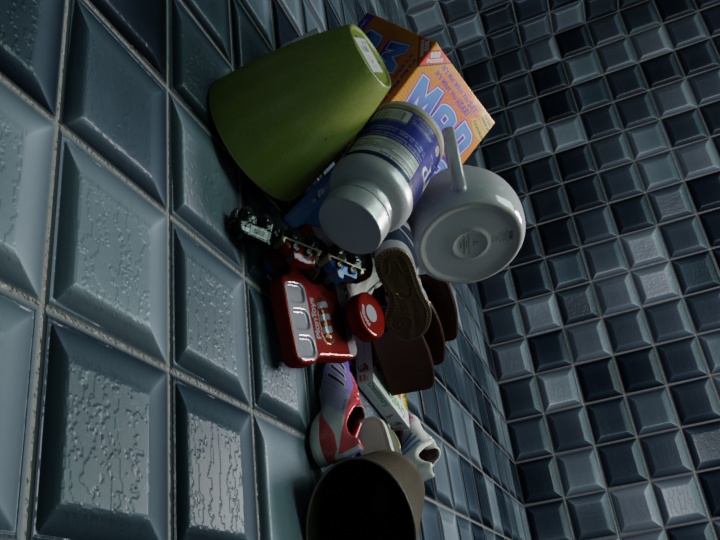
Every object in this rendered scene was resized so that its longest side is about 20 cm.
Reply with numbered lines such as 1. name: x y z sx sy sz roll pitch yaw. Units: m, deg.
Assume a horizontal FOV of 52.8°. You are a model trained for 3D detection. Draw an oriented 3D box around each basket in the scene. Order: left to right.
1. basket: 0.019 0.311 0.943 0.200 0.133 0.185 1 86 -79

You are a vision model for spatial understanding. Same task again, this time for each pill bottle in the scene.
1. pill bottle: 0.026 -0.122 0.963 0.201 0.118 0.121 -59 135 -38

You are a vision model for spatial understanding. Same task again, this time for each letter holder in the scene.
1. letter holder: 0.097 0.109 1.213 0.202 0.139 0.102 70 13 -51

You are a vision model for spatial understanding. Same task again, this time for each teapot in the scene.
1. teapot: 0.154 -0.092 1.119 0.194 0.200 0.148 21 39 -26

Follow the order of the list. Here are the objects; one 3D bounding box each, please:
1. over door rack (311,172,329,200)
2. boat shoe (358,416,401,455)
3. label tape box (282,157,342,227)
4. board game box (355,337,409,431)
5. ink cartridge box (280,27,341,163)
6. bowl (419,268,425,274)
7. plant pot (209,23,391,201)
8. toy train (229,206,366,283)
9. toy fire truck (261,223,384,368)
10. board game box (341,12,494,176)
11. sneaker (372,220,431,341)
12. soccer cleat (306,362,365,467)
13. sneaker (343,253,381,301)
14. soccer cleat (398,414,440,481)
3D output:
1. over door rack: -0.053 -0.143 1.251 0.201 0.065 0.150 57 22 -49
2. boat shoe: 0.044 0.330 1.121 0.060 0.071 0.205 39 34 -57
3. label tape box: -0.016 -0.074 1.150 0.063 0.144 0.200 46 2 28
4. board game box: 0.039 0.191 1.314 0.201 0.034 0.128 57 23 -49
5. ink cartridge box: -0.058 -0.308 1.308 0.201 0.082 0.148 60 6 -44
6. bowl: 0.069 -0.066 1.418 0.196 0.074 0.205 2 93 -32
7. plant pot: -0.065 -0.225 0.954 0.187 0.198 0.189 45 27 -30
8. toy train: -0.077 -0.026 0.924 0.197 0.034 0.047 22 62 -26
9. toy fire truck: -0.063 0.031 0.987 0.167 0.111 0.204 11 62 -56
10. board game box: 0.053 -0.252 1.179 0.199 0.201 0.200 37 4 -44
11. sneaker: 0.056 0.005 1.058 0.110 0.069 0.202 -99 175 -45
12. soccer cleat: -0.024 0.186 1.013 0.202 0.072 0.069 -82 152 -56
13. sneaker: 0.000 0.000 1.112 0.075 0.202 0.081 39 17 24
14. soccer cleat: 0.110 0.329 1.337 0.200 0.085 0.071 -67 138 -68
